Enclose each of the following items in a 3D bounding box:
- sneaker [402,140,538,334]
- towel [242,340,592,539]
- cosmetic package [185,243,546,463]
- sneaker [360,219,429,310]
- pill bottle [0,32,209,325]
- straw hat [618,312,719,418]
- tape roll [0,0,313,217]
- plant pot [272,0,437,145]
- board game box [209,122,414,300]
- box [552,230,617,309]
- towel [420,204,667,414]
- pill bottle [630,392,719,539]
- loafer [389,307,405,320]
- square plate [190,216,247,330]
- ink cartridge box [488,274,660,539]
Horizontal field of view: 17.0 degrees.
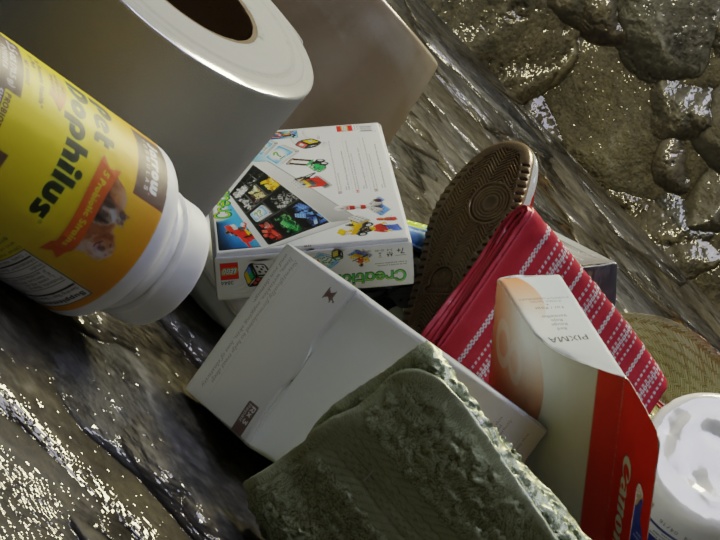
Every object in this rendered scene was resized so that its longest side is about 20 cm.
[{"bbox_3d":[0.094,0.018,1.683,0.071,0.201,0.112,8,-21,41],"label":"sneaker"},{"bbox_3d":[0.042,0.155,1.295,0.200,0.148,0.036,51,15,7],"label":"towel"},{"bbox_3d":[0.006,0.084,1.448,0.200,0.113,0.081,38,-2,-39],"label":"cosmetic package"},{"bbox_3d":[0.000,0.000,1.679,0.071,0.083,0.199,18,4,44],"label":"sneaker"},{"bbox_3d":[-0.174,-0.047,1.292,0.200,0.109,0.109,36,16,-41],"label":"pill bottle"},{"bbox_3d":[0.189,0.132,1.815,0.201,0.201,0.085,47,25,4],"label":"straw hat"},{"bbox_3d":[-0.147,-0.127,1.498,0.202,0.139,0.203,34,22,-16],"label":"tape roll"},{"bbox_3d":[-0.044,-0.140,1.812,0.200,0.173,0.200,47,2,-2],"label":"plant pot"},{"bbox_3d":[-0.038,-0.042,1.591,0.200,0.125,0.035,-101,-173,-64],"label":"board game box"},{"bbox_3d":[0.120,0.048,1.775,0.048,0.159,0.200,-6,17,-22],"label":"box"},{"bbox_3d":[0.123,0.069,1.643,0.022,0.145,0.200,13,-29,51],"label":"towel"},{"bbox_3d":[0.224,0.179,1.712,0.111,0.111,0.200,50,-30,18],"label":"pill bottle"},{"bbox_3d":[0.053,0.016,1.950,0.075,0.070,0.200,33,18,-46],"label":"loafer"},{"bbox_3d":[-0.099,-0.017,1.645,0.198,0.028,0.200,50,12,18],"label":"square plate"},{"bbox_3d":[0.126,0.120,1.499,0.050,0.163,0.200,-3,29,-12],"label":"ink cartridge box"}]
